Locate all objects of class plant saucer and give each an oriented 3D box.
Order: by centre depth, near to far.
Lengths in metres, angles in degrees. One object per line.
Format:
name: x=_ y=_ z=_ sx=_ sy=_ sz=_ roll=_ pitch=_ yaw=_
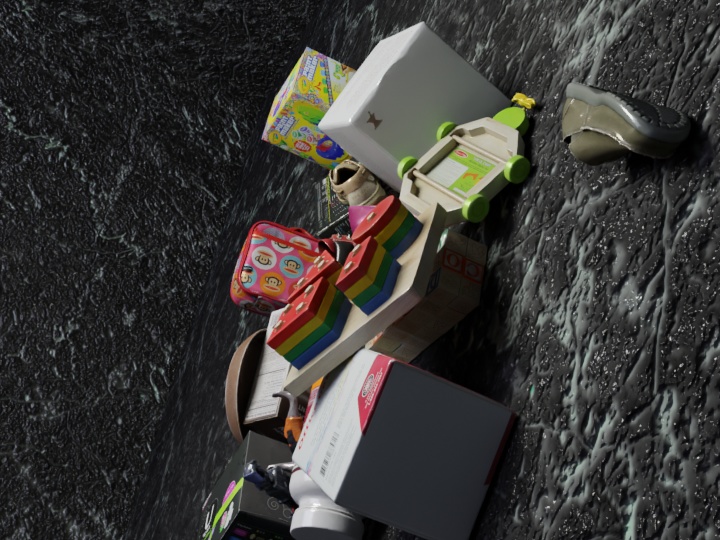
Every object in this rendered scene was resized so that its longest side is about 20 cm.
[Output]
plant saucer: x=-0.166 y=0.193 z=1.437 sx=0.200 sy=0.034 sz=0.201 roll=-1 pitch=-90 yaw=-73

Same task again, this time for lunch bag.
lunch bag: x=-0.113 y=0.003 z=1.563 sx=0.082 sy=0.199 sz=0.177 roll=126 pitch=159 yaw=-53

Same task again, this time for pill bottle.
pill bottle: x=-0.023 y=0.230 z=1.108 sx=0.113 sy=0.113 sz=0.201 roll=-45 pitch=27 yaw=53

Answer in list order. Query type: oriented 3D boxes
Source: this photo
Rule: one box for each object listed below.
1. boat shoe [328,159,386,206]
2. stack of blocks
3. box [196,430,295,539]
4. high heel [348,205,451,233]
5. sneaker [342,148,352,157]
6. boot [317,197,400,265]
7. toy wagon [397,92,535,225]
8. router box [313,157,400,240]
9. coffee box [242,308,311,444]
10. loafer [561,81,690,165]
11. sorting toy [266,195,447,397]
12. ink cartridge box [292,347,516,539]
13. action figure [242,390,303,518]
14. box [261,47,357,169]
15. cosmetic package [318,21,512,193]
boat shoe: x=-0.011 y=-0.141 z=1.388 sx=0.071 sy=0.065 sz=0.200 roll=-40 pitch=19 yaw=0
stack of blocks: x=0.080 y=0.028 z=1.143 sx=0.200 sy=0.058 sz=0.116 roll=-47 pitch=26 yaw=52
box: x=-0.153 y=0.366 z=1.333 sx=0.200 sy=0.124 sz=0.149 roll=-58 pitch=18 yaw=33
high heel: x=0.075 y=-0.089 z=1.172 sx=0.200 sy=0.067 sz=0.096 roll=-34 pitch=72 yaw=27
sneaker: x=0.031 y=-0.250 z=1.627 sx=0.200 sy=0.090 sz=0.075 roll=-44 pitch=28 yaw=56
boot: x=0.015 y=-0.050 z=1.310 sx=0.072 sy=0.144 sz=0.201 roll=-50 pitch=22 yaw=50
toy wagon: x=0.141 y=-0.136 z=1.109 sx=0.200 sy=0.040 sz=0.155 roll=-42 pitch=39 yaw=-7
router box: x=0.001 y=-0.123 z=1.500 sx=0.150 sy=0.062 sz=0.200 roll=-33 pitch=27 yaw=15
coffee box: x=-0.098 y=0.168 z=1.414 sx=0.079 sy=0.114 sz=0.201 roll=-18 pitch=47 yaw=37
loafer: x=0.237 y=-0.126 z=0.837 sx=0.200 sy=0.075 sz=0.070 roll=-104 pitch=28 yaw=-72
sorting toy: x=-0.009 y=0.012 z=1.006 sx=0.200 sy=0.070 sz=0.199 roll=-40 pitch=14 yaw=29
ink cartridge box: x=0.036 y=0.171 z=0.935 sx=0.146 sy=0.144 sz=0.200 roll=-68 pitch=16 yaw=-5
action figure: x=-0.067 y=0.249 z=1.178 sx=0.104 sy=0.200 sz=0.194 roll=-18 pitch=62 yaw=18
box: x=-0.076 y=-0.331 z=1.908 sx=0.200 sy=0.192 sz=0.123 roll=-42 pitch=30 yaw=58
cosmetic package: x=0.068 y=-0.216 z=1.262 sx=0.168 sy=0.166 sz=0.200 roll=-53 pitch=16 yaw=-3
